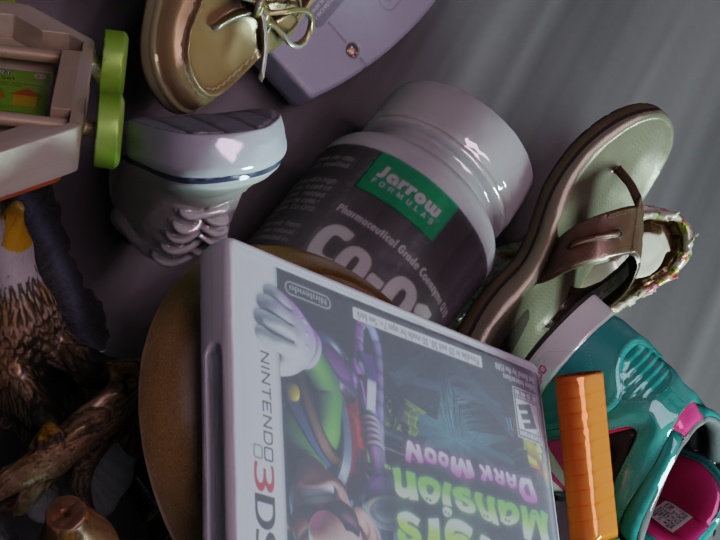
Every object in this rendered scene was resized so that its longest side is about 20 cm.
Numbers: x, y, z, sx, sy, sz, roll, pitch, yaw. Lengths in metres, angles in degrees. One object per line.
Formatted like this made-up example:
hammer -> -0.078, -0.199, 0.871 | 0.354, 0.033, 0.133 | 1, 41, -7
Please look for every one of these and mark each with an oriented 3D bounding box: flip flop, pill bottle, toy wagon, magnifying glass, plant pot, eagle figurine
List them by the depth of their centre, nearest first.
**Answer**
plant pot -> -0.010, 0.077, 0.694 | 0.200, 0.027, 0.200 | 27, 50, -37
toy wagon -> -0.183, -0.094, 0.720 | 0.155, 0.200, 0.040 | 6, 120, -10
eagle figurine -> -0.173, 0.016, 0.729 | 0.151, 0.200, 0.152 | -59, 152, 10
magnifying glass -> 0.113, 0.148, 0.753 | 0.080, 0.022, 0.200 | -6, 89, -42
pill bottle -> 0.000, 0.000, 0.838 | 0.113, 0.113, 0.200 | 47, 62, -18
flip flop -> 0.116, 0.000, 0.857 | 0.200, 0.058, 0.081 | -54, 145, -16

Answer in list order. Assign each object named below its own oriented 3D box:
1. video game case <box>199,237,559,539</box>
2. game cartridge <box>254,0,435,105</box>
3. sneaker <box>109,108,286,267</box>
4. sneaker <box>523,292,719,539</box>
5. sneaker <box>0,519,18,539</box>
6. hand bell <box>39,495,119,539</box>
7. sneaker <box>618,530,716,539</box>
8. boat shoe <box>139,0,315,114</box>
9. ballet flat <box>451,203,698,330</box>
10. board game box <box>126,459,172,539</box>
video game case -> 0.015, 0.097, 0.669 | 0.200, 0.023, 0.182 | 23, 51, -40
game cartridge -> -0.011, -0.193, 0.903 | 0.133, 0.040, 0.200 | 46, 63, -15
sneaker -> -0.077, -0.038, 0.748 | 0.073, 0.200, 0.071 | -6, 95, -14
sneaker -> 0.129, 0.108, 0.840 | 0.121, 0.200, 0.084 | 41, 59, 17
sneaker -> -0.178, 0.175, 0.669 | 0.087, 0.200, 0.075 | -8, 55, -22
hand bell -> -0.109, 0.149, 0.687 | 0.104, 0.200, 0.104 | 0, 56, 0
sneaker -> 0.184, 0.174, 0.956 | 0.079, 0.074, 0.201 | 1, 83, -37
boat shoe -> -0.044, -0.164, 0.808 | 0.200, 0.063, 0.073 | -63, 143, -21
ballet flat -> 0.121, 0.007, 0.942 | 0.200, 0.064, 0.076 | -30, 99, -31
board game box -> -0.022, 0.168, 0.769 | 0.057, 0.165, 0.200 | -43, 108, -6
